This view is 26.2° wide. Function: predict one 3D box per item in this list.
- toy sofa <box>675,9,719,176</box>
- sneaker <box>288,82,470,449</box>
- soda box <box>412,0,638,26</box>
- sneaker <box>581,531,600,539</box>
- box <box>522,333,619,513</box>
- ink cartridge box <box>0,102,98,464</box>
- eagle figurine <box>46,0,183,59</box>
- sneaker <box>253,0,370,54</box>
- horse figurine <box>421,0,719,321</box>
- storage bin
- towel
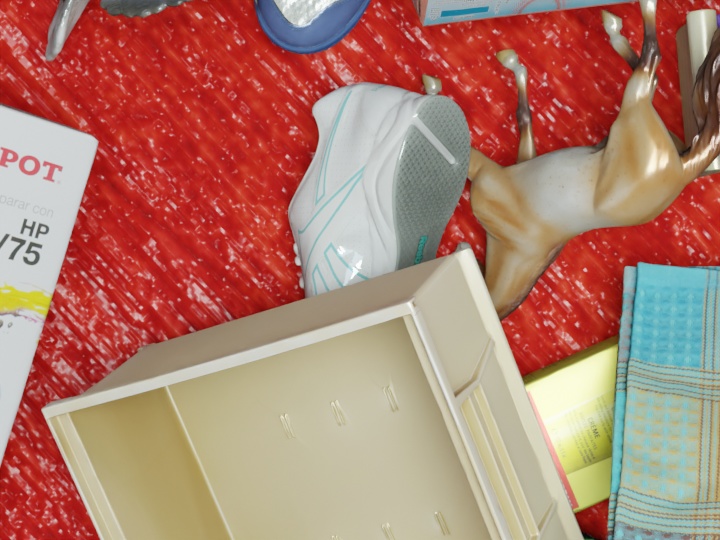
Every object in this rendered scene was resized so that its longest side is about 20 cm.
[{"bbox_3d":[0.264,-0.098,0.781,0.198,0.098,0.084,-5,90,1],"label":"toy sofa"},{"bbox_3d":[0.000,0.000,0.805,0.080,0.070,0.202,23,108,38],"label":"sneaker"},{"bbox_3d":[0.116,-0.175,0.764,0.198,0.064,0.069,-8,55,-14],"label":"soda box"},{"bbox_3d":[0.070,0.220,0.807,0.085,0.078,0.200,41,82,6],"label":"sneaker"},{"bbox_3d":[0.161,0.061,0.807,0.198,0.050,0.076,-23,89,1],"label":"box"},{"bbox_3d":[-0.241,0.003,0.735,0.146,0.146,0.202,16,91,-34],"label":"ink cartridge box"},{"bbox_3d":[-0.105,-0.195,0.750,0.198,0.151,0.154,-6,84,7],"label":"eagle figurine"},{"bbox_3d":[-0.005,-0.209,0.785,0.075,0.088,0.202,21,92,-2],"label":"sneaker"},{"bbox_3d":[0.109,-0.060,0.767,0.199,0.050,0.134,-20,75,35],"label":"horse figurine"},{"bbox_3d":[-0.013,0.115,0.740,0.198,0.094,0.200,-17,102,25],"label":"storage bin"},{"bbox_3d":[0.187,0.067,0.705,0.145,0.201,0.022,-1,132,15],"label":"towel"}]
